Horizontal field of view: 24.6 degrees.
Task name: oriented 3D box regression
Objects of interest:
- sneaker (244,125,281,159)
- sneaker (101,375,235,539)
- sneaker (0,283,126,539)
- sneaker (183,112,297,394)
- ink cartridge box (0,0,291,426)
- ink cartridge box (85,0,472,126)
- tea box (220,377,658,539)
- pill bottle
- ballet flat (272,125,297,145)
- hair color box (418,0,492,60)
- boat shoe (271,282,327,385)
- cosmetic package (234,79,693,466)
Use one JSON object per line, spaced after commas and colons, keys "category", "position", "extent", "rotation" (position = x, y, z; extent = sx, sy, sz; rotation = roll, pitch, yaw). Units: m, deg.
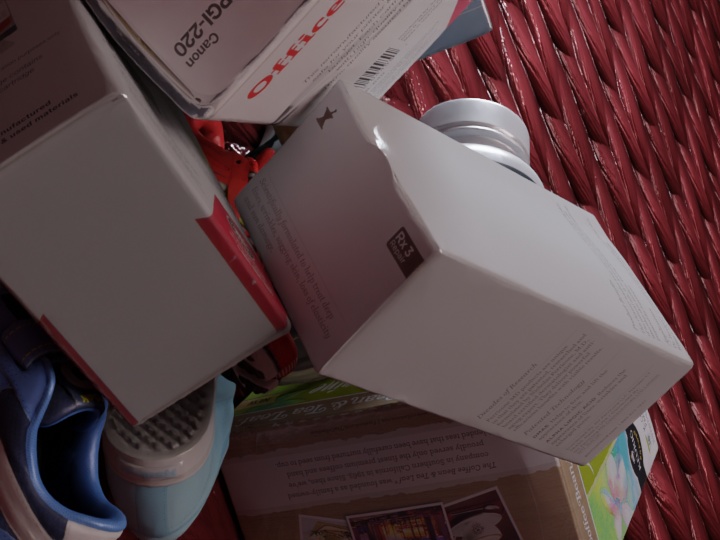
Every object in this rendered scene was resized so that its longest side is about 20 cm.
{"category": "sneaker", "position": [-0.009, -0.068, 1.030], "extent": [0.200, 0.111, 0.074], "rotation": [-53, 129, -60]}
{"category": "sneaker", "position": [-0.097, 0.056, 0.848], "extent": [0.201, 0.073, 0.083], "rotation": [-76, 175, -53]}
{"category": "sneaker", "position": [-0.148, 0.037, 0.695], "extent": [0.074, 0.082, 0.202], "rotation": [3, 71, -65]}
{"category": "sneaker", "position": [-0.068, -0.024, 0.807], "extent": [0.200, 0.084, 0.077], "rotation": [56, -9, 44]}
{"category": "ink cartridge box", "position": [-0.122, -0.056, 0.701], "extent": [0.145, 0.083, 0.201], "rotation": [55, 3, -42]}
{"category": "ink cartridge box", "position": [-0.013, -0.138, 0.704], "extent": [0.085, 0.146, 0.200], "rotation": [46, 14, 7]}
{"category": "tea box", "position": [0.051, 0.102, 0.974], "extent": [0.197, 0.198, 0.135], "rotation": [-47, 122, -63]}
{"category": "pill bottle", "position": [0.077, -0.021, 1.196], "extent": [0.120, 0.119, 0.201], "rotation": [52, 34, -45]}
{"category": "ballet flat", "position": [-0.032, -0.112, 0.953], "extent": [0.200, 0.067, 0.063], "rotation": [-128, -148, -55]}
{"category": "hair color box", "position": [0.005, -0.218, 0.876], "extent": [0.099, 0.060, 0.202], "rotation": [-107, 177, -73]}
{"category": "boat shoe", "position": [0.000, 0.000, 0.950], "extent": [0.074, 0.199, 0.074], "rotation": [44, -31, 45]}
{"category": "cosmetic package", "position": [0.050, 0.007, 0.752], "extent": [0.199, 0.081, 0.113], "rotation": [22, 30, -42]}
